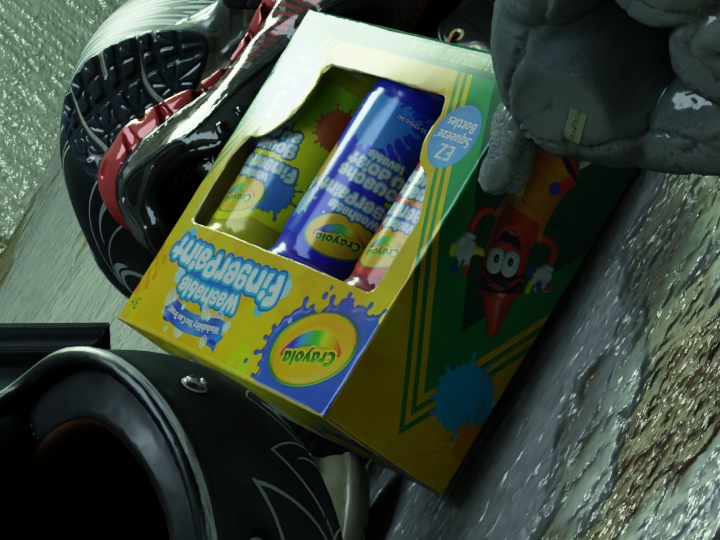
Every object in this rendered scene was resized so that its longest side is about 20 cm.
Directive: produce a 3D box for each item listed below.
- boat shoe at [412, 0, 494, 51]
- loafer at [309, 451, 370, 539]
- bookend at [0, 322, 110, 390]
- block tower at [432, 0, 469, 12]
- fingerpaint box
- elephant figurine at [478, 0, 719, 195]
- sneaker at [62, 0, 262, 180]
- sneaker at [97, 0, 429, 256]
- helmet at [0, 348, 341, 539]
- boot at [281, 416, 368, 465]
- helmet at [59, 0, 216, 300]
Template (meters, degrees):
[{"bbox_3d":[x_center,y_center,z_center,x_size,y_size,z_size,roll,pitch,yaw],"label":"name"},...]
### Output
[{"bbox_3d":[0.054,-0.085,1.352,0.074,0.063,0.202,-59,21,17],"label":"boat shoe"},{"bbox_3d":[-0.063,0.160,1.260,0.201,0.068,0.076,-59,11,6],"label":"loafer"},{"bbox_3d":[-0.178,0.156,1.473,0.199,0.091,0.201,-84,-7,-68],"label":"bookend"},{"bbox_3d":[0.096,-0.197,1.396,0.200,0.054,0.058,-36,33,42],"label":"block tower"},{"bbox_3d":[0.003,-0.014,1.225,0.167,0.073,0.200,-58,30,-6],"label":"fingerpaint box"},{"bbox_3d":[0.137,-0.130,1.035,0.200,0.154,0.142,-55,-37,-35],"label":"elephant figurine"},{"bbox_3d":[-0.064,-0.106,1.499,0.199,0.078,0.086,-30,-5,24],"label":"sneaker"},{"bbox_3d":[-0.037,-0.074,1.346,0.200,0.071,0.098,-42,29,11],"label":"sneaker"},{"bbox_3d":[-0.098,0.133,1.129,0.190,0.201,0.200,-31,3,-17],"label":"helmet"},{"bbox_3d":[-0.048,0.021,1.386,0.165,0.066,0.200,-50,36,3],"label":"boot"},{"bbox_3d":[-0.069,-0.076,1.625,0.191,0.199,0.201,107,-178,-49],"label":"helmet"}]
